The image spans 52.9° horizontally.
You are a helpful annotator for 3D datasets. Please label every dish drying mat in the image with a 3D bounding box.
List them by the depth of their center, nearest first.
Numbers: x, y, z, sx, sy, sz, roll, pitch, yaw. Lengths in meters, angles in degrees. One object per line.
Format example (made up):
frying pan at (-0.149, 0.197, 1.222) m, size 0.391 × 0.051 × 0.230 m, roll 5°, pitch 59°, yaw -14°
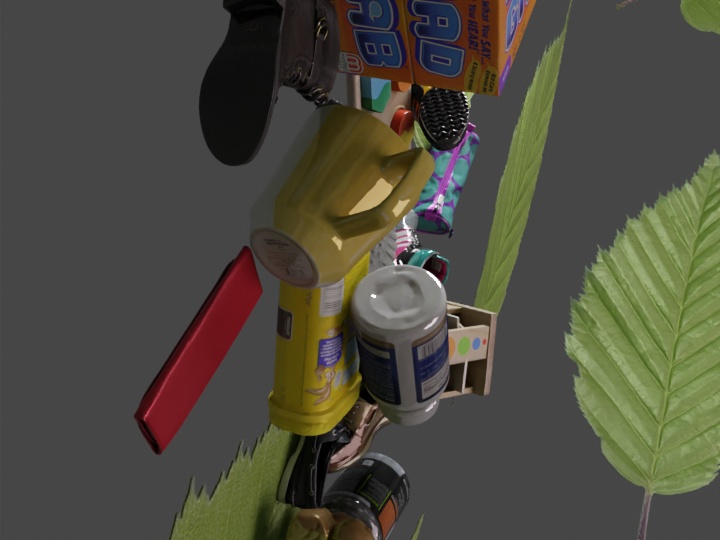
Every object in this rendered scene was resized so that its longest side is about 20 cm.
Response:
dish drying mat at (-0.149, 0.071, 0.686) m, size 0.077 × 0.018 × 0.201 m, roll 82°, pitch 27°, yaw -49°

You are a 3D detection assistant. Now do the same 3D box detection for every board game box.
board game box at (0.080, -0.343, 0.779) m, size 0.200 × 0.199 × 0.201 m, roll 73°, pitch 36°, yaw -57°

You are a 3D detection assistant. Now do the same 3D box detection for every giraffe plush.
giraffe plush at (-0.043, 0.400, 0.984) m, size 0.200 × 0.173 × 0.162 m, roll -44°, pitch 174°, yaw 11°

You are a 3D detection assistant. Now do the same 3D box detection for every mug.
mug at (-0.032, -0.072, 0.726) m, size 0.153 × 0.149 × 0.187 m, roll -54°, pitch 177°, yaw -31°

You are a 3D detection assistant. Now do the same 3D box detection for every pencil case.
pencil case at (0.148, -0.160, 1.284) m, size 0.092 × 0.085 × 0.201 m, roll 130°, pitch -20°, yaw -69°

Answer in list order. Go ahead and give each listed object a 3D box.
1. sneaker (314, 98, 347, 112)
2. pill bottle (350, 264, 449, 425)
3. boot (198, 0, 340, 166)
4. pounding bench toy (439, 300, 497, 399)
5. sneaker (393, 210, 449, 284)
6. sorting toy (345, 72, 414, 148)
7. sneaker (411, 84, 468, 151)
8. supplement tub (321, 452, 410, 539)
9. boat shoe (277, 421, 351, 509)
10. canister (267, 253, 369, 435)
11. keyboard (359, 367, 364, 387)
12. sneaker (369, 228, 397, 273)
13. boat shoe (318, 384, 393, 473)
sneaker at (-0.010, -0.117, 0.868) m, size 0.085 × 0.078 × 0.200 m, roll -35°, pitch 135°, yaw -8°
pill bottle at (0.053, 0.099, 0.880) m, size 0.201 × 0.110 × 0.111 m, roll 81°, pitch 29°, yaw -45°
boot at (-0.066, -0.183, 0.668) m, size 0.174 × 0.069 × 0.201 m, roll 7°, pitch 94°, yaw -71°
pounding bench toy at (0.073, 0.111, 1.082) m, size 0.155 × 0.199 × 0.125 m, roll -2°, pitch 101°, yaw -41°
sneaker at (0.086, -0.024, 1.141) m, size 0.200 × 0.120 × 0.084 m, roll -59°, pitch 154°, yaw -42°
sorting toy at (0.035, -0.215, 0.975) m, size 0.200 × 0.036 × 0.186 m, roll -52°, pitch 147°, yaw -48°
sneaker at (0.111, -0.230, 1.054) m, size 0.090 × 0.070 × 0.201 m, roll 85°, pitch -5°, yaw -52°
supplement tub at (-0.004, 0.390, 1.164) m, size 0.200 × 0.122 × 0.123 m, roll -30°, pitch 131°, yaw -64°
boat shoe at (-0.047, 0.235, 0.998) m, size 0.200 × 0.066 × 0.075 m, roll -67°, pitch 158°, yaw -12°
canister at (-0.047, 0.074, 0.877) m, size 0.148 × 0.086 × 0.201 m, roll -36°, pitch 134°, yaw -64°
keyboard at (-0.022, 0.150, 1.109) m, size 0.104 × 0.040 × 0.200 m, roll -49°, pitch 157°, yaw -9°
sneaker at (0.000, 0.000, 1.003) m, size 0.080 × 0.076 × 0.201 m, roll -31°, pitch -133°, yaw 55°
boat shoe at (-0.009, 0.224, 1.107) m, size 0.200 × 0.075 × 0.074 m, roll -39°, pitch 122°, yaw -42°
